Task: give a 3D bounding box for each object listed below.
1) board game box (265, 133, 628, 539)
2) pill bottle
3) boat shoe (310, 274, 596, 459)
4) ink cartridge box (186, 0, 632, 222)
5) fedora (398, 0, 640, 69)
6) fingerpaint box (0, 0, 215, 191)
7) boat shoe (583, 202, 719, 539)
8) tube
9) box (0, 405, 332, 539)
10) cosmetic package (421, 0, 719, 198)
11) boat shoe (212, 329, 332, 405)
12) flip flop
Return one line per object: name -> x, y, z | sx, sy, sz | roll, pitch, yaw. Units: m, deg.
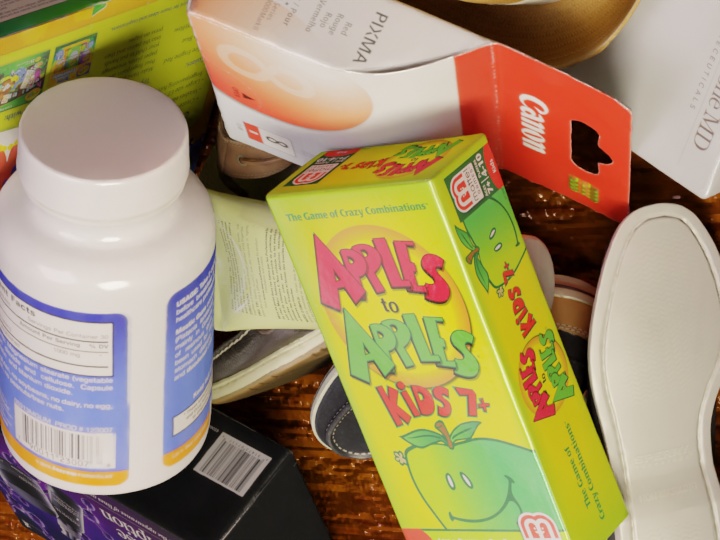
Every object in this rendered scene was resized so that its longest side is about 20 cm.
board game box -> 0.041, 0.040, 1.310 | 0.101, 0.048, 0.201 | -4, 116, 42
pill bottle -> -0.128, 0.006, 1.417 | 0.112, 0.112, 0.201 | 31, 137, 28
boat shoe -> 0.045, 0.062, 1.426 | 0.200, 0.074, 0.062 | -25, 49, 42
ink cartridge box -> 0.025, -0.068, 1.297 | 0.199, 0.050, 0.162 | 26, 166, 12
fedora -> 0.037, -0.174, 1.226 | 0.200, 0.082, 0.202 | 14, 114, 35
fingerpaint box -> -0.162, -0.091, 1.457 | 0.073, 0.200, 0.167 | 38, 131, 25
boat shoe -> 0.141, 0.065, 1.356 | 0.060, 0.074, 0.201 | -142, 43, -75
tube -> 0.000, 0.000, 1.388 | 0.199, 0.052, 0.058 | 4, 70, 36
box -> -0.116, 0.121, 1.560 | 0.200, 0.079, 0.141 | 26, 158, 31
cosmetic package -> 0.112, -0.132, 1.284 | 0.200, 0.074, 0.102 | 37, 129, 25
boat shoe -> -0.016, 0.009, 1.470 | 0.200, 0.073, 0.065 | -31, 82, 35
flip flop -> -0.038, -0.081, 1.432 | 0.200, 0.057, 0.081 | -46, 49, 41
